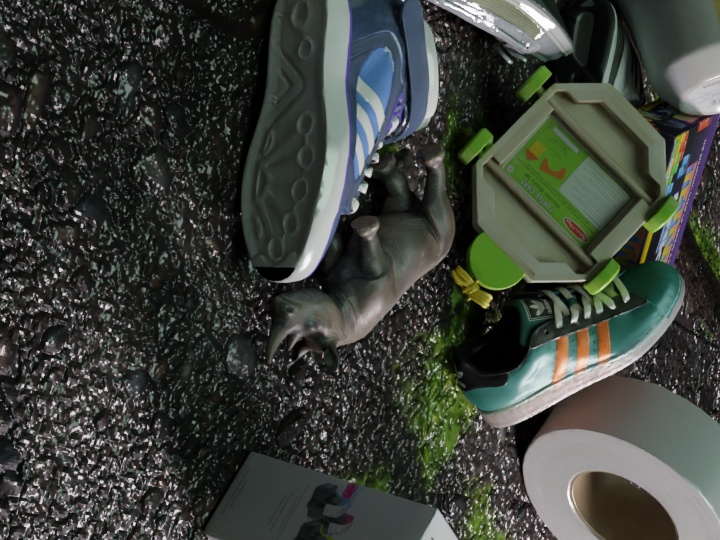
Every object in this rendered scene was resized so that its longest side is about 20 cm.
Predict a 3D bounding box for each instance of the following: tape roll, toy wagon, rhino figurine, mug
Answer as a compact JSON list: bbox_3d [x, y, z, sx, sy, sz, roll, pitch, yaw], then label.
[{"bbox_3d":[0.243,0.191,1.138,0.071,0.201,0.204,-47,132,-35],"label":"tape roll"},{"bbox_3d":[0.146,-0.054,1.016,0.155,0.040,0.200,45,85,0],"label":"toy wagon"},{"bbox_3d":[0.000,0.000,0.895,0.200,0.059,0.088,-46,133,-33],"label":"rhino figurine"},{"bbox_3d":[0.301,-0.226,1.092,0.148,0.186,0.155,0,70,-27],"label":"mug"}]

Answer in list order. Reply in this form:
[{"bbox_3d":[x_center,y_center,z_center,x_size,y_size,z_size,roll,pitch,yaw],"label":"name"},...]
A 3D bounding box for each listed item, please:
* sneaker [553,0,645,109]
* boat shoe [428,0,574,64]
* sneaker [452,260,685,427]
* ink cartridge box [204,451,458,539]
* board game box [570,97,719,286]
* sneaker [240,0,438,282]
[{"bbox_3d":[0.205,-0.119,1.117,0.115,0.075,0.203,28,73,-49],"label":"sneaker"},{"bbox_3d":[0.099,-0.205,0.979,0.201,0.064,0.075,17,47,-56],"label":"boat shoe"},{"bbox_3d":[0.165,0.046,1.041,0.199,0.072,0.080,-35,124,8],"label":"sneaker"},{"bbox_3d":[0.010,0.196,0.837,0.068,0.198,0.116,-57,137,-26],"label":"ink cartridge box"},{"bbox_3d":[0.247,-0.043,1.145,0.165,0.056,0.203,-27,134,-58],"label":"board game box"},{"bbox_3d":[0.002,-0.086,0.860,0.145,0.080,0.203,10,85,-48],"label":"sneaker"}]
